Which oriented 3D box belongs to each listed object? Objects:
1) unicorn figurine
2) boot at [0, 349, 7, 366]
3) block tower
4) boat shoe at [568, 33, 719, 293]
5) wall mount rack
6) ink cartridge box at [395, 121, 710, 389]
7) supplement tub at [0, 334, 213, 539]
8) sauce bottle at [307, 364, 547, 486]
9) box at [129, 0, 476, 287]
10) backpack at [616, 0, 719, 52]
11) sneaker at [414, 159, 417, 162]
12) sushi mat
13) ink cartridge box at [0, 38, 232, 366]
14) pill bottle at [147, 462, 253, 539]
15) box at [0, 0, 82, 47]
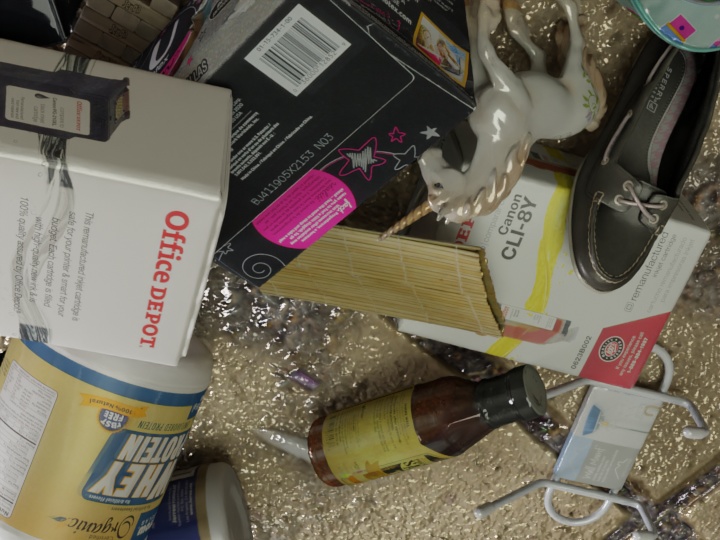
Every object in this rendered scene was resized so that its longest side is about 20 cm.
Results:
[{"bbox_3d":[0.097,-0.111,0.706,0.198,0.074,0.139,-15,94,-26],"label":"unicorn figurine"},{"bbox_3d":[-0.324,0.150,0.872,0.198,0.075,0.097,-29,115,9],"label":"boot"},{"bbox_3d":[-0.191,-0.115,0.746,0.057,0.054,0.201,27,113,-19],"label":"block tower"},{"bbox_3d":[0.195,-0.082,0.737,0.066,0.057,0.202,25,76,-12],"label":"boat shoe"},{"bbox_3d":[0.190,0.154,0.920,0.171,0.075,0.202,12,117,-10],"label":"wall mount rack"},{"bbox_3d":[0.134,-0.010,0.817,0.197,0.084,0.147,14,117,-12],"label":"ink cartridge box"},{"bbox_3d":[-0.205,0.127,0.791,0.143,0.145,0.202,21,97,-16],"label":"supplement tub"},{"bbox_3d":[0.051,0.122,0.863,0.198,0.066,0.066,-21,121,31],"label":"sauce bottle"},{"bbox_3d":[-0.048,-0.109,0.650,0.131,0.116,0.199,31,128,-30],"label":"box"},{"bbox_3d":[0.205,-0.238,0.660,0.176,0.154,0.200,-43,120,12],"label":"backpack"},{"bbox_3d":[-0.001,-0.086,0.769,0.079,0.072,0.200,18,131,-38],"label":"sneaker"},{"bbox_3d":[0.000,0.000,0.756,0.198,0.012,0.096,10,147,24],"label":"sushi mat"},{"bbox_3d":[-0.176,-0.038,0.577,0.197,0.085,0.145,11,138,-12],"label":"ink cartridge box"},{"bbox_3d":[-0.195,0.236,0.910,0.197,0.111,0.112,-13,120,3],"label":"pill bottle"},{"bbox_3d":[-0.265,-0.187,0.626,0.197,0.183,0.105,-13,120,2],"label":"box"}]
